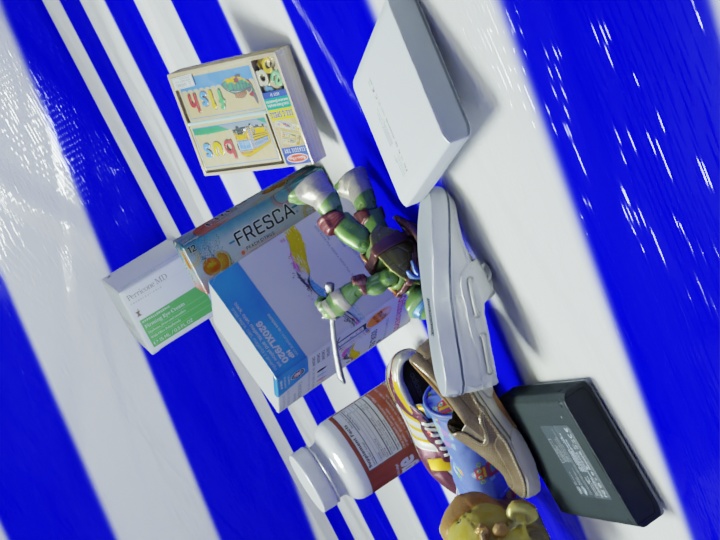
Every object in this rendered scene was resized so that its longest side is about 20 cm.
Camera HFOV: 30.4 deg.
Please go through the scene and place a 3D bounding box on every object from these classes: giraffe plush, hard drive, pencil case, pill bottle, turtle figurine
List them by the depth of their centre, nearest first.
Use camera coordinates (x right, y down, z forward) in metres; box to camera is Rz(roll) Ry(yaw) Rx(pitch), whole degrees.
[{"bbox_3d":[0.040,-0.143,1.147,0.200,0.026,0.133,124,125,-76],"label":"hard drive"},{"bbox_3d":[0.204,0.174,1.270,0.140,0.033,0.200,59,167,0],"label":"hard drive"},{"bbox_3d":[0.140,0.302,1.398,0.199,0.173,0.162,16,158,45],"label":"giraffe plush"},{"bbox_3d":[0.000,0.000,1.402,0.195,0.143,0.200,58,164,20],"label":"turtle figurine"},{"bbox_3d":[0.128,0.197,1.502,0.087,0.078,0.201,54,167,50],"label":"pencil case"},{"bbox_3d":[0.013,0.221,1.704,0.113,0.199,0.112,54,166,20],"label":"pill bottle"}]

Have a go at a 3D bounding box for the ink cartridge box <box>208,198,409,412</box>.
[{"bbox_3d":[-0.057,0.039,1.564,0.145,0.199,0.147,52,165,16],"label":"ink cartridge box"}]

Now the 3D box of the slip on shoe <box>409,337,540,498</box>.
[{"bbox_3d":[0.116,0.151,1.337,0.201,0.060,0.076,63,170,-20],"label":"slip on shoe"}]

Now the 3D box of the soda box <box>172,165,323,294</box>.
[{"bbox_3d":[-0.124,-0.052,1.610,0.069,0.199,0.064,64,165,-16],"label":"soda box"}]

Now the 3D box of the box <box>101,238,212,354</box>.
[{"bbox_3d":[-0.461,0.056,3.074,0.172,0.198,0.200,63,164,-18],"label":"box"}]

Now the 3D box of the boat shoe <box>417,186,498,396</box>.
[{"bbox_3d":[0.095,0.017,1.259,0.074,0.065,0.202,-129,32,-74],"label":"boat shoe"}]

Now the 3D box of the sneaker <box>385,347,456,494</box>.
[{"bbox_3d":[0.093,0.188,1.616,0.201,0.075,0.090,56,172,7],"label":"sneaker"}]

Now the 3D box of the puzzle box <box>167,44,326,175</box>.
[{"bbox_3d":[-0.134,-0.180,1.531,0.199,0.025,0.134,-3,114,45],"label":"puzzle box"}]
